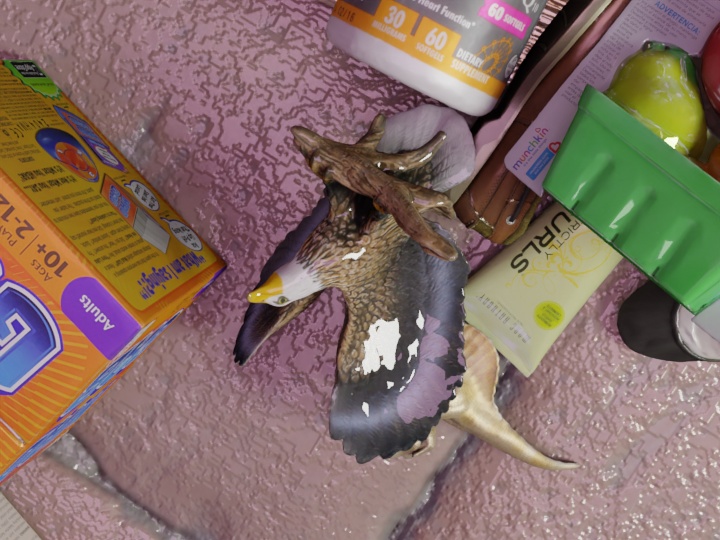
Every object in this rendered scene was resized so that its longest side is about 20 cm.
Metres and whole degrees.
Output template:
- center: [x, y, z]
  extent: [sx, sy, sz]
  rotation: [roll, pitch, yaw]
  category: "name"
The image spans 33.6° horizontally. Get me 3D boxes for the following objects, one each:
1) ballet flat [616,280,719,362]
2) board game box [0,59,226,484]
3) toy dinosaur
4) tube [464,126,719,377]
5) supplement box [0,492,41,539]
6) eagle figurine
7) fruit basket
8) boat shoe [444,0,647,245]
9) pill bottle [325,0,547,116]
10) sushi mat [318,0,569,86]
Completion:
- center: [0.264, 0.022, 0.756]
  extent: [0.198, 0.068, 0.069]
  rotation: [-10, 100, 9]
  category: "ballet flat"
- center: [-0.240, 0.009, 0.749]
  extent: [0.200, 0.200, 0.200]
  rotation: [-44, 92, 11]
  category: "board game box"
- center: [0.056, 0.087, 0.799]
  extent: [0.101, 0.058, 0.200]
  rotation: [-39, 93, 10]
  category: "toy dinosaur"
- center: [0.148, -0.024, 0.775]
  extent: [0.200, 0.052, 0.058]
  rotation: [-48, 47, 16]
  category: "tube"
- center: [-0.320, 0.202, 0.856]
  extent: [0.126, 0.074, 0.200]
  rotation: [-40, 93, 12]
  category: "supplement box"
- center: [-0.007, 0.001, 0.737]
  extent: [0.149, 0.153, 0.201]
  rotation: [0, 139, -3]
  category: "eagle figurine"
- center: [0.207, -0.082, 0.659]
  extent: [0.185, 0.094, 0.200]
  rotation: [42, 92, 23]
  category: "fruit basket"
- center: [0.127, -0.105, 0.744]
  extent: [0.068, 0.072, 0.200]
  rotation: [36, 114, -5]
  category: "boat shoe"
- center: [0.069, -0.204, 0.705]
  extent: [0.116, 0.116, 0.201]
  rotation: [26, 101, 2]
  category: "pill bottle"
- center: [0.077, -0.181, 0.773]
  extent: [0.199, 0.012, 0.096]
  rotation: [24, 102, 2]
  category: "sushi mat"
